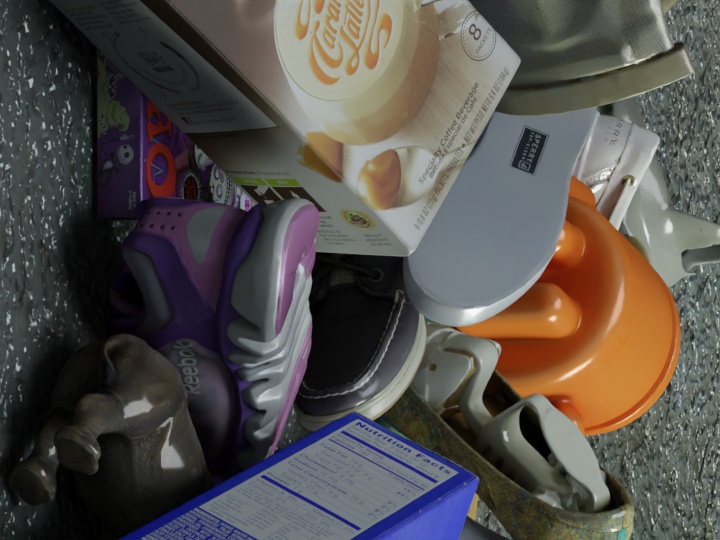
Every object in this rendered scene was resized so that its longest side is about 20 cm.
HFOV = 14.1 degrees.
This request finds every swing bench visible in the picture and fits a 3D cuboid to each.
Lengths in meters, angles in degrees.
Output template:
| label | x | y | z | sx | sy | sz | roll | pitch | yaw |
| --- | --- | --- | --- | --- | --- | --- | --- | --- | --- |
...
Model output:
| label | x | y | z | sx | sy | sz | roll | pitch | yaw |
| --- | --- | --- | --- | --- | --- | --- | --- | --- | --- |
| swing bench | 0.083 | -0.200 | 1.453 | 0.200 | 0.130 | 0.199 | -63 | 133 | -62 |

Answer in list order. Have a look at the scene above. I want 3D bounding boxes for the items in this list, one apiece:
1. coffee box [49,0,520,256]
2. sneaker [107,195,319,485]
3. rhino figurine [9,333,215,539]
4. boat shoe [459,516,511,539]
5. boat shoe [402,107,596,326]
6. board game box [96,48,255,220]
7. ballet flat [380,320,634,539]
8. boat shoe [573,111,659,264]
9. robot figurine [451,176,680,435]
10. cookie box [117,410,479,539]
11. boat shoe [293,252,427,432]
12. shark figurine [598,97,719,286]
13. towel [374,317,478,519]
| label | x | y | z | sx | sy | sz | roll | pitch | yaw |
| --- | --- | --- | --- | --- | --- | --- | --- | --- | --- |
| coffee box | -0.035 | -0.110 | 1.283 | 0.200 | 0.080 | 0.114 | 44 | 65 | -35 |
| sneaker | -0.070 | 0.029 | 1.316 | 0.200 | 0.088 | 0.081 | 95 | 10 | -55 |
| rhino figurine | -0.091 | 0.113 | 1.283 | 0.087 | 0.060 | 0.200 | -62 | 146 | -41 |
| boat shoe | 0.037 | 0.157 | 1.474 | 0.066 | 0.200 | 0.072 | -57 | -167 | 33 |
| boat shoe | 0.066 | -0.028 | 1.483 | 0.200 | 0.072 | 0.068 | -66 | 178 | -47 |
| board game box | -0.083 | -0.122 | 1.341 | 0.120 | 0.032 | 0.200 | -2 | 92 | -62 |
| ballet flat | 0.065 | 0.075 | 1.481 | 0.071 | 0.200 | 0.071 | -38 | 159 | -17 |
| boat shoe | 0.137 | -0.003 | 1.731 | 0.071 | 0.069 | 0.200 | -67 | 168 | -50 |
| robot figurine | 0.109 | 0.027 | 1.611 | 0.144 | 0.117 | 0.200 | 54 | 8 | 26 |
| cookie box | -0.049 | 0.172 | 1.254 | 0.200 | 0.075 | 0.171 | -25 | 138 | -54 |
| boat shoe | 0.000 | 0.000 | 1.481 | 0.200 | 0.072 | 0.065 | -69 | 143 | -46 |
| shark figurine | 0.211 | -0.024 | 1.935 | 0.214 | 0.089 | 0.128 | 47 | 49 | -54 |
| towel | 0.037 | 0.088 | 1.607 | 0.147 | 0.022 | 0.200 | 55 | 39 | -52 |
